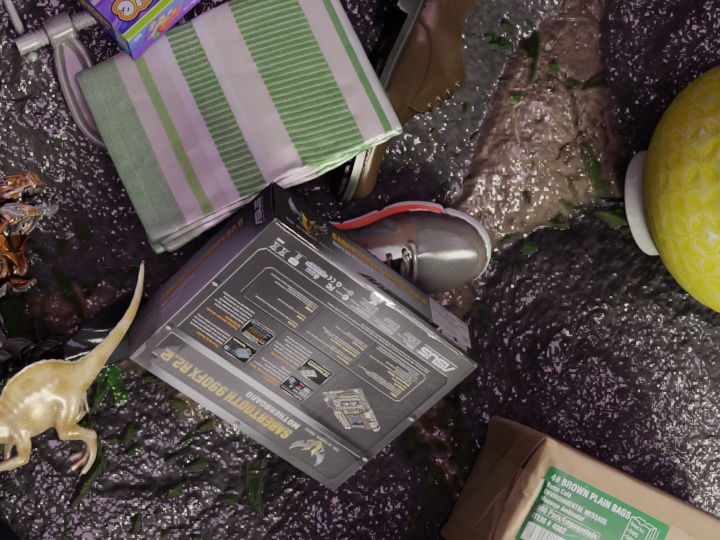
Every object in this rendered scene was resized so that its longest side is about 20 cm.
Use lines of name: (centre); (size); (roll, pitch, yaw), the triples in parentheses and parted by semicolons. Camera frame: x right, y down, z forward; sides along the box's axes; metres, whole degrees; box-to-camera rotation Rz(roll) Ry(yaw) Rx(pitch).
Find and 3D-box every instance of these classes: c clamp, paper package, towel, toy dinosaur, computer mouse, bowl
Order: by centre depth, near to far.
toy dinosaur: (-0.208, 0.089, 1.313); (0.199, 0.101, 0.058); (-35, 54, -19)
computer mouse: (-0.222, 0.082, 1.364); (0.200, 0.059, 0.034); (-37, 83, -24)
toy dinosaur: (-0.283, 0.022, 1.369); (0.136, 0.102, 0.200); (47, 122, 8)
towel: (-0.087, -0.118, 1.374); (0.199, 0.023, 0.153); (-26, 75, 0)
paper package: (0.178, 0.196, 1.385); (0.199, 0.191, 0.104); (26, 86, -7)
c clamp: (-0.158, -0.179, 1.409); (0.199, 0.027, 0.172); (-18, 93, -9)
bowl: (0.262, -0.056, 1.429); (0.107, 0.200, 0.202); (-6, 92, 34)

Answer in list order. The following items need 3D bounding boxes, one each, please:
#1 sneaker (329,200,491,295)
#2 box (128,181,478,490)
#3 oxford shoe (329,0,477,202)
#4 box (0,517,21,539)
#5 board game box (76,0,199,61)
sneaker: (0.000, 0.000, 1.399); (0.198, 0.082, 0.078); (-2, 115, -4)
box: (-0.040, 0.051, 1.355); (0.200, 0.048, 0.158); (35, 117, -26)
oxford shoe: (0.038, -0.137, 1.421); (0.084, 0.073, 0.201); (24, 90, -18)
box: (-0.351, 0.213, 1.325); (0.182, 0.104, 0.200); (-41, 96, 5)
board game box: (-0.138, -0.271, 1.383); (0.200, 0.045, 0.134); (-44, 82, -9)
